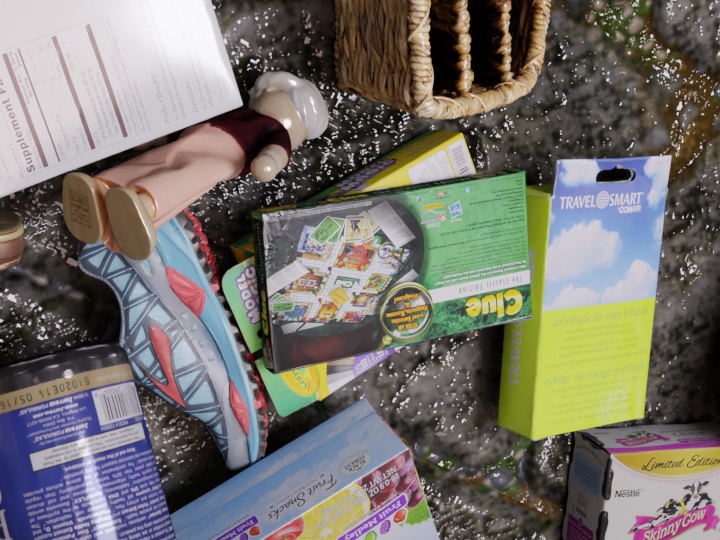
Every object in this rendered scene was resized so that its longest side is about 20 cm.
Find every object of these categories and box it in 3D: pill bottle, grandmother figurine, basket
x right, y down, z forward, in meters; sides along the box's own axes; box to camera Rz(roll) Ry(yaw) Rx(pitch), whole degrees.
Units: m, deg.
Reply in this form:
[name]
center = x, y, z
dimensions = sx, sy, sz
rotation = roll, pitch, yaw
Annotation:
[pill bottle]
center = -0.170, 0.152, 0.812
dimensions = 0.111, 0.112, 0.202
rotation = -14, 85, -18
[grandmother figurine]
center = -0.092, -0.072, 0.836
dimensions = 0.200, 0.121, 0.061
rotation = -34, 140, -44
[basket]
center = 0.068, -0.203, 0.856
dimensions = 0.142, 0.149, 0.202
rotation = -7, 104, -20

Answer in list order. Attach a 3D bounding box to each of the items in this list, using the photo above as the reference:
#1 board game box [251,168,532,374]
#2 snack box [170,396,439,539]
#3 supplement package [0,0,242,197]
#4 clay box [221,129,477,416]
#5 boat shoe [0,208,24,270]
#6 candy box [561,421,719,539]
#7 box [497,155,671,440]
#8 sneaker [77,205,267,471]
[board game box]
center = 0.025, -0.002, 0.893
dimensions = 0.199, 0.023, 0.106
rotation = -10, 102, -27
[snack box]
center = -0.028, 0.210, 0.931
dimensions = 0.168, 0.068, 0.201
rotation = -30, 133, -12
[supplement package]
center = -0.188, -0.120, 0.791
dimensions = 0.199, 0.114, 0.110
rotation = -23, 112, -16
[clay box]
center = 0.000, 0.000, 0.921
dimensions = 0.199, 0.048, 0.116
rotation = -30, 112, -21
[boat shoe]
center = -0.297, 0.007, 0.807
dimensions = 0.198, 0.072, 0.068
rotation = -12, 112, -12
[candy box]
center = 0.229, 0.225, 1.073
dimensions = 0.135, 0.061, 0.202
rotation = -1, 103, -21
[box]
center = 0.163, 0.015, 0.989
dimensions = 0.121, 0.048, 0.202
rotation = -6, 105, -35
[sneaker]
center = -0.124, 0.047, 0.893
dimensions = 0.095, 0.079, 0.201
rotation = -20, 106, 2
